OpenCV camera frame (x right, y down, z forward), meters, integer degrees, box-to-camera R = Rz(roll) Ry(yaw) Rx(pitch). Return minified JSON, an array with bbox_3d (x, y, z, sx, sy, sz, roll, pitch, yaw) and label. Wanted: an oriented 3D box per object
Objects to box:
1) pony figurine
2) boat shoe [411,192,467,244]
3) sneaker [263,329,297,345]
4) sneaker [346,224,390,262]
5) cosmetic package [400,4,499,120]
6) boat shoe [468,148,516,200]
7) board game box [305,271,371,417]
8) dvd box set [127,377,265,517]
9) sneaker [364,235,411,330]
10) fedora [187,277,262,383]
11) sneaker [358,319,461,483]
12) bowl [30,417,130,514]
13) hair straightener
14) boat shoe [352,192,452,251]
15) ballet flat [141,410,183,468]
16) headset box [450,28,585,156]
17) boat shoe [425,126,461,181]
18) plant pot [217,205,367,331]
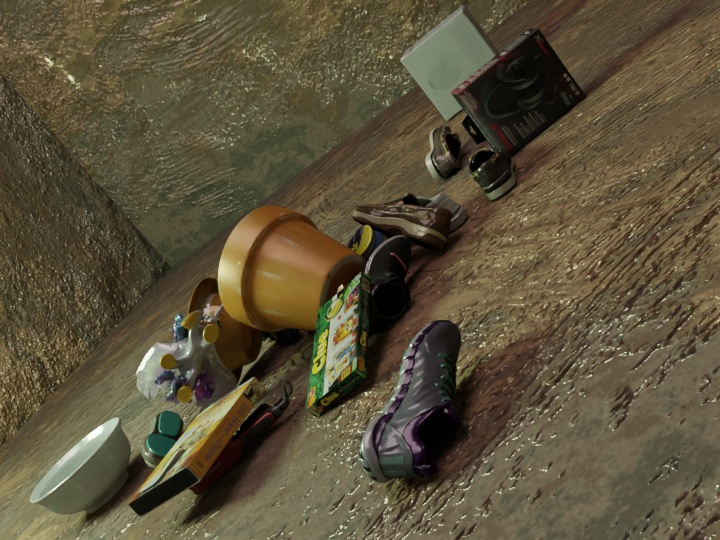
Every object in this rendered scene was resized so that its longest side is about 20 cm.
[{"bbox_3d":[-0.261,0.144,1.422,0.200,0.166,0.194,-94,28,-87],"label":"pony figurine"},{"bbox_3d":[0.108,-0.097,1.548,0.074,0.067,0.200,-46,14,-27],"label":"boat shoe"},{"bbox_3d":[-0.148,0.087,1.662,0.078,0.066,0.200,-40,12,-18],"label":"sneaker"},{"bbox_3d":[0.000,0.000,1.539,0.200,0.082,0.074,-43,39,52],"label":"sneaker"},{"bbox_3d":[0.244,-0.532,2.325,0.200,0.200,0.123,-34,14,22],"label":"cosmetic package"},{"bbox_3d":[0.215,-0.175,1.522,0.072,0.061,0.201,-37,13,12],"label":"boat shoe"},{"bbox_3d":[-0.028,0.097,1.246,0.105,0.023,0.201,-45,24,30],"label":"board game box"},{"bbox_3d":[-0.224,0.242,1.266,0.146,0.029,0.200,-35,11,35],"label":"dvd box set"},{"bbox_3d":[0.048,0.016,1.348,0.099,0.071,0.200,-21,28,50],"label":"sneaker"},{"bbox_3d":[-0.225,0.105,1.583,0.081,0.202,0.201,-13,22,18],"label":"fedora"},{"bbox_3d":[0.078,0.130,0.910,0.087,0.075,0.200,-6,40,39],"label":"sneaker"},{"bbox_3d":[-0.474,0.362,1.606,0.201,0.090,0.201,-38,12,10],"label":"bowl"},{"bbox_3d":[-0.171,0.229,1.293,0.200,0.041,0.077,-46,13,-2],"label":"hair straightener"},{"bbox_3d":[0.072,-0.088,1.479,0.202,0.075,0.075,20,83,43],"label":"boat shoe"},{"bbox_3d":[-0.331,0.297,1.521,0.200,0.067,0.064,-114,47,-77],"label":"ballet flat"},{"bbox_3d":[0.269,-0.306,1.612,0.200,0.149,0.077,-38,12,5],"label":"headset box"},{"bbox_3d":[0.178,-0.249,1.866,0.059,0.072,0.200,-27,21,24],"label":"boat shoe"},{"bbox_3d":[-0.091,0.013,1.440,0.183,0.201,0.200,16,50,35],"label":"plant pot"}]
